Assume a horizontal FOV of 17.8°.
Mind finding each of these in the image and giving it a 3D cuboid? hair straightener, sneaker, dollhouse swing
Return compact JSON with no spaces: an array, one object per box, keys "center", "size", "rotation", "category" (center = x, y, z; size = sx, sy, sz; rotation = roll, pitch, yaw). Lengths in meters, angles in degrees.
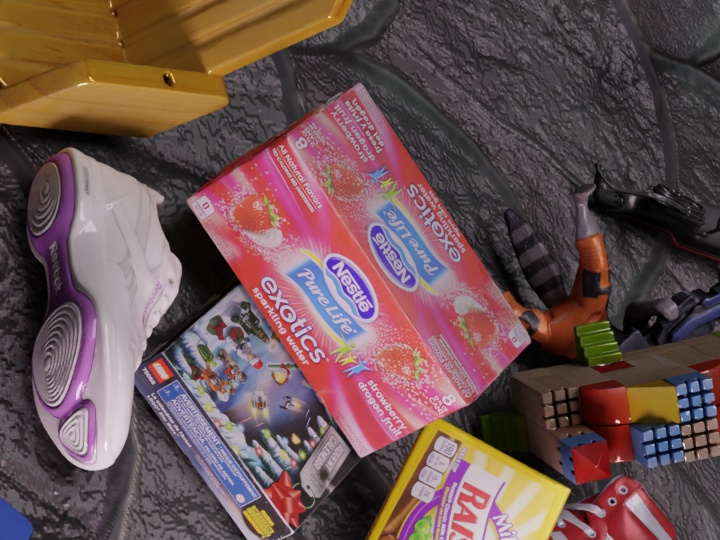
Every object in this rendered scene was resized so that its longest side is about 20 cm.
[{"center":[0.260,-0.049,1.804],"size":[0.200,0.077,0.041],"rotation":[23,68,-37],"category":"hair straightener"},{"center":[0.115,0.176,1.490],"size":[0.200,0.071,0.113],"rotation":[21,62,-15],"category":"sneaker"},{"center":[-0.132,-0.207,1.373],"size":[0.182,0.176,0.200],"rotation":[3,68,-47],"category":"dollhouse swing"},{"center":[-0.140,0.023,1.344],"size":[0.100,0.075,0.200],"rotation":[18,55,-38],"category":"sneaker"}]

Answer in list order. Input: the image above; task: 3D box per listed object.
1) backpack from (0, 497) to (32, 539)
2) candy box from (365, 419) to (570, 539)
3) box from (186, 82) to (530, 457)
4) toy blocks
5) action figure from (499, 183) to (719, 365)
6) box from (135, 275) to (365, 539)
[{"center":[-0.262,0.152,1.042],"size":[0.168,0.200,0.163],"rotation":[43,43,-19],"category":"backpack"},{"center":[0.044,0.195,1.402],"size":[0.102,0.026,0.200],"rotation":[29,63,-2],"category":"candy box"},{"center":[0.000,0.000,1.424],"size":[0.200,0.100,0.095],"rotation":[56,39,-5],"category":"box"},{"center":[0.193,0.092,1.530],"size":[0.200,0.137,0.100],"rotation":[-11,100,-12],"category":"toy blocks"},{"center":[0.183,0.030,1.645],"size":[0.200,0.105,0.194],"rotation":[-34,104,-7],"category":"action figure"},{"center":[-0.044,0.065,1.447],"size":[0.137,0.040,0.200],"rotation":[55,40,-8],"category":"box"}]
